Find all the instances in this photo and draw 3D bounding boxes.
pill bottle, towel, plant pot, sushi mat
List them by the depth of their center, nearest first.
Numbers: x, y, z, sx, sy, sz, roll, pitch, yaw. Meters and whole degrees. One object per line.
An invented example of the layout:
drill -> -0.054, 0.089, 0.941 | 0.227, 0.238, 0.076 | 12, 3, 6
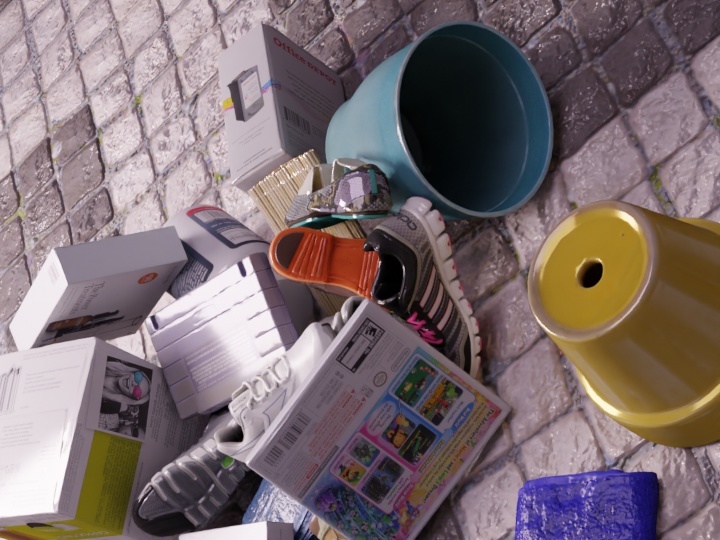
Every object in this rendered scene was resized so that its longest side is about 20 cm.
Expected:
plant pot -> 0.249, 0.032, 1.381 | 0.200, 0.189, 0.202 | -22, 54, 35
towel -> 0.193, 0.277, 1.404 | 0.147, 0.049, 0.201 | -16, 58, 38
plant pot -> 0.067, -0.138, 1.655 | 0.188, 0.199, 0.201 | -16, 57, 55
towel -> -0.049, 0.206, 1.672 | 0.111, 0.048, 0.201 | 27, 89, 48
sushi mat -> -0.037, -0.027, 1.719 | 0.095, 0.012, 0.201 | -32, 91, 30
pill bottle -> -0.145, 0.013, 1.813 | 0.200, 0.119, 0.120 | 35, 94, 47

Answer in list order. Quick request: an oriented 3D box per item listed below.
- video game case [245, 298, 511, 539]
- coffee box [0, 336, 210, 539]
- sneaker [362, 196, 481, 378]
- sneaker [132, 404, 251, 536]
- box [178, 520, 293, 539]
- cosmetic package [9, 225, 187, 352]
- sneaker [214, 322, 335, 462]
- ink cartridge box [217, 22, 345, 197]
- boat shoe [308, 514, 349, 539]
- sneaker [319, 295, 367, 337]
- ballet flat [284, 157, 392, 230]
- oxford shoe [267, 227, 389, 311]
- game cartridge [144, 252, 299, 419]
video game case -> 0.018, 0.160, 1.539 | 0.200, 0.182, 0.024 | -53, 10, 0
coffee box -> -0.314, 0.212, 1.806 | 0.199, 0.197, 0.201 | -10, 62, 40
sneaker -> 0.056, 0.032, 1.571 | 0.087, 0.201, 0.074 | -25, 19, -23
sneaker -> -0.169, 0.211, 1.746 | 0.200, 0.075, 0.115 | -37, 15, -7
box -> -0.129, 0.367, 1.628 | 0.156, 0.041, 0.201 | -17, 67, 46
cosmetic package -> -0.302, 0.027, 1.808 | 0.052, 0.150, 0.200 | 64, 146, 16
sneaker -> -0.082, 0.132, 1.608 | 0.200, 0.087, 0.075 | -61, 29, 30
ink cartridge box -> -0.083, -0.163, 1.827 | 0.085, 0.147, 0.201 | -32, 48, 26
boat shoe -> 0.037, 0.204, 1.589 | 0.076, 0.072, 0.200 | 38, 92, 16
sneaker -> -0.001, 0.068, 1.633 | 0.200, 0.078, 0.100 | -141, 43, -67
ballet flat -> -0.024, -0.079, 1.620 | 0.200, 0.072, 0.072 | -8, 61, 65
oxford shoe -> 0.000, 0.000, 1.664 | 0.073, 0.199, 0.072 | 141, 146, -79
game cartridge -> -0.149, 0.076, 1.719 | 0.200, 0.038, 0.130 | -29, 84, 41
